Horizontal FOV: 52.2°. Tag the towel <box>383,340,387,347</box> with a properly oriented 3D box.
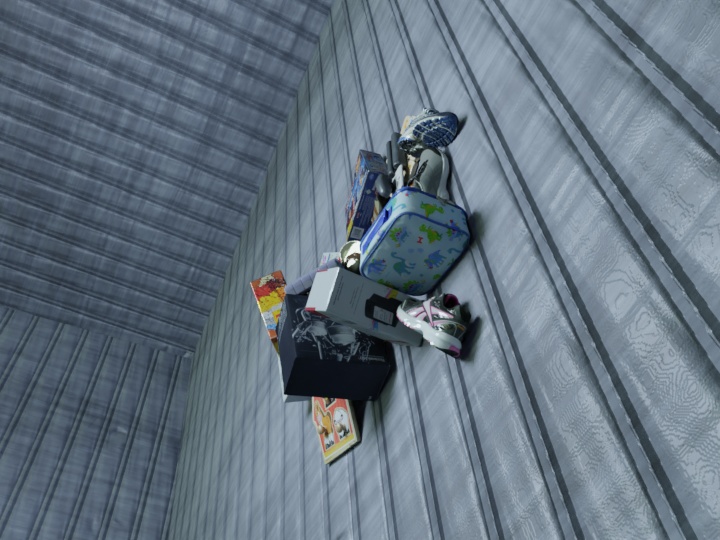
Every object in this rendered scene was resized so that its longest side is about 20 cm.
[{"bbox_3d":[0.057,0.050,1.550,0.143,0.022,0.204,-152,80,-71],"label":"towel"}]

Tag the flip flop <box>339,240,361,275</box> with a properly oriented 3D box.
[{"bbox_3d":[0.000,0.000,1.551,0.081,0.057,0.202,-45,40,18],"label":"flip flop"}]

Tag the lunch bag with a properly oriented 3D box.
[{"bbox_3d":[0.091,-0.051,1.319,0.201,0.157,0.084,125,155,-44],"label":"lunch bag"}]

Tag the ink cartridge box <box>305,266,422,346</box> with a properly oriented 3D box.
[{"bbox_3d":[0.013,0.070,1.384,0.145,0.196,0.085,-8,62,69],"label":"ink cartridge box"}]

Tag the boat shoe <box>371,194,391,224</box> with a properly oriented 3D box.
[{"bbox_3d":[0.060,-0.094,1.609,0.201,0.074,0.075,-91,19,-62],"label":"boat shoe"}]

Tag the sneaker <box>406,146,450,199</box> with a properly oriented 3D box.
[{"bbox_3d":[0.130,-0.175,1.450,0.074,0.078,0.203,124,157,-45],"label":"sneaker"}]

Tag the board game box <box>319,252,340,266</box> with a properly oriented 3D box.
[{"bbox_3d":[-0.071,0.057,1.871,0.199,0.055,0.200,-179,106,-71],"label":"board game box"}]

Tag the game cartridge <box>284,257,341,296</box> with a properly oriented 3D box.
[{"bbox_3d":[-0.097,0.017,1.599,0.128,0.039,0.200,-34,-1,0],"label":"game cartridge"}]

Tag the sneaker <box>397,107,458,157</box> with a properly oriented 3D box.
[{"bbox_3d":[0.144,-0.307,1.538,0.199,0.076,0.087,-9,53,64],"label":"sneaker"}]

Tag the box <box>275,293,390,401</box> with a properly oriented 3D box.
[{"bbox_3d":[-0.060,0.154,1.479,0.184,0.195,0.106,-107,30,-48],"label":"box"}]

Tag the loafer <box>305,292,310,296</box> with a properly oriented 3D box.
[{"bbox_3d":[-0.113,0.105,1.692,0.201,0.070,0.074,-101,26,-58],"label":"loafer"}]

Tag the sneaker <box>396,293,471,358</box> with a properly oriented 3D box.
[{"bbox_3d":[0.133,0.077,1.245,0.088,0.079,0.200,-59,27,2],"label":"sneaker"}]

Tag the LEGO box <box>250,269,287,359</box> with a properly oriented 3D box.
[{"bbox_3d":[-0.175,0.119,1.677,0.201,0.076,0.151,80,168,-61],"label":"LEGO box"}]

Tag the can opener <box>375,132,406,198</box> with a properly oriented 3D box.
[{"bbox_3d":[0.068,-0.239,1.666,0.054,0.065,0.203,125,153,-43],"label":"can opener"}]

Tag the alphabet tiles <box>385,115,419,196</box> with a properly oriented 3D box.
[{"bbox_3d":[0.099,-0.262,1.721,0.200,0.014,0.200,-140,66,-71],"label":"alphabet tiles"}]

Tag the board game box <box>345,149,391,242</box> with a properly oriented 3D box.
[{"bbox_3d":[0.015,-0.202,1.823,0.202,0.060,0.203,-93,18,-54],"label":"board game box"}]

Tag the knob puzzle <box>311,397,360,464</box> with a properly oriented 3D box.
[{"bbox_3d":[-0.071,0.294,1.581,0.218,0.030,0.226,10,101,61],"label":"knob puzzle"}]

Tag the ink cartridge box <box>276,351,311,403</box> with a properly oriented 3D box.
[{"bbox_3d":[-0.155,0.206,1.833,0.147,0.081,0.204,119,144,-57],"label":"ink cartridge box"}]
